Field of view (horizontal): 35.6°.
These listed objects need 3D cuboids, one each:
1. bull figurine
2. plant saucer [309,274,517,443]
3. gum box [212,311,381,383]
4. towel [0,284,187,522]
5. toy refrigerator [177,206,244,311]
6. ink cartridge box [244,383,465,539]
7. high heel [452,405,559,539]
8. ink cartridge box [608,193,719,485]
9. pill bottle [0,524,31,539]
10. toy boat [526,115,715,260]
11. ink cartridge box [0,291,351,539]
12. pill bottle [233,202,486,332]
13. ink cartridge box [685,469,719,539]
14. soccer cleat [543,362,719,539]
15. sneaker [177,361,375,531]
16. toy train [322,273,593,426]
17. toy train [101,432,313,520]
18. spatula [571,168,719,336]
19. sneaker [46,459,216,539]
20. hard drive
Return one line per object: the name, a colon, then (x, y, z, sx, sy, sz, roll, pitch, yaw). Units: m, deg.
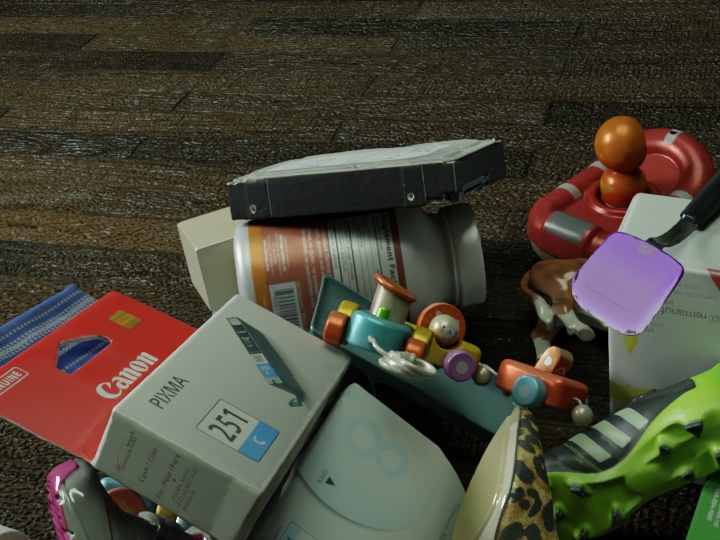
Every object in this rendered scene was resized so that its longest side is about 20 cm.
bull figurine: (0.236, 0.028, 0.959, 0.198, 0.066, 0.122, -3, 39, 15)
plant saucer: (0.047, 0.076, 0.873, 0.199, 0.019, 0.070, 32, 34, -14)
gum box: (-0.034, 0.038, 1.026, 0.198, 0.045, 0.171, -6, 35, 5)
towel: (-0.139, 0.078, 0.705, 0.199, 0.024, 0.145, 29, 24, 8)
toy refrigerator: (-0.059, -0.031, 1.034, 0.198, 0.071, 0.076, -19, 26, -16)
ink cartridge box: (0.033, 0.187, 0.696, 0.199, 0.047, 0.160, 36, 42, 1)
high heel: (0.128, 0.192, 0.690, 0.141, 0.071, 0.201, 22, 57, -12)
ink cartridge box: (0.255, 0.058, 0.793, 0.144, 0.201, 0.084, 9, 40, 24)
pill bottle: (-0.332, 0.205, 0.790, 0.198, 0.113, 0.112, 7, 37, 23)
toy boat: (0.250, -0.086, 1.064, 0.199, 0.132, 0.130, -33, 41, -31)
ink cartridge box: (-0.112, 0.064, 0.684, 0.175, 0.045, 0.200, 27, 21, 4)
pill bottle: (0.000, 0.000, 0.936, 0.198, 0.113, 0.113, -9, 34, -1)
ink cartridge box: (0.288, 0.214, 0.659, 0.198, 0.084, 0.147, 10, 38, 26)
soccer cleat: (0.179, 0.128, 0.769, 0.199, 0.068, 0.081, -34, 11, 35)
sneaker: (-0.089, 0.140, 0.879, 0.200, 0.078, 0.139, -42, 24, -21)
toy train: (0.071, 0.052, 0.781, 0.199, 0.056, 0.150, 19, -1, -42)
toy train: (-0.101, 0.154, 0.754, 0.200, 0.056, 0.150, -42, 82, -19)
spatula: (0.208, -0.028, 0.730, 0.056, 0.021, 0.200, 32, 51, 26)
sneaker: (-0.117, 0.185, 0.687, 0.088, 0.201, 0.081, -38, 25, -15)
hard drive: (0.007, -0.077, 0.927, 0.198, 0.038, 0.140, -2, 12, 24)
